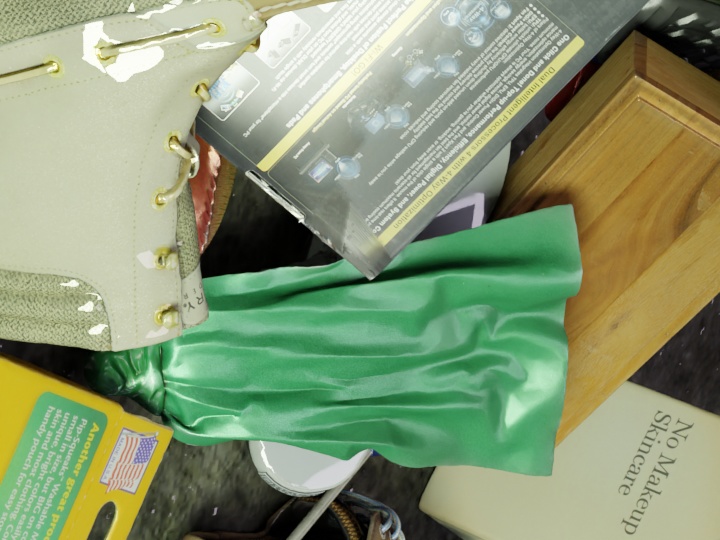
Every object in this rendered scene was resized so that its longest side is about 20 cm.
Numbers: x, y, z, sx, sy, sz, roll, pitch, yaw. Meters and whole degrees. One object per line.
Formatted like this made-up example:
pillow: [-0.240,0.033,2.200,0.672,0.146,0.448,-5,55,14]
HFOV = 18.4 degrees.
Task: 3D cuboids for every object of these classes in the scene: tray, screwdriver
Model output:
tray: [0.098,-0.004,0.968,0.200,0.099,0.037,-49,-160,35]
screwdriver: [-0.002,0.085,0.983,0.200,0.028,0.029,-44,163,-57]

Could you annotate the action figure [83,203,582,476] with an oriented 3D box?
action figure: [-0.013,0.032,0.894,0.200,0.055,0.118,-3,103,-22]

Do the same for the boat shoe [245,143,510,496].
boat shoe: [0.000,0.000,0.959,0.069,0.057,0.200,27,85,-17]

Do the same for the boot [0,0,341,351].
boot: [-0.060,-0.054,0.746,0.072,0.200,0.155,-88,171,-63]

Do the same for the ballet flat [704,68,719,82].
ballet flat: [0.109,-0.025,1.021,0.069,0.200,0.063,41,37,-23]

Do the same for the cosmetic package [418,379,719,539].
cosmetic package: [0.141,0.116,1.078,0.073,0.200,0.104,39,75,-53]

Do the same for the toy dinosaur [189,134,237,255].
toy dinosaur: [-0.041,-0.112,0.828,0.200,0.105,0.182,-43,119,-18]

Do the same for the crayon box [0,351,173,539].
crayon box: [-0.164,0.082,0.784,0.200,0.052,0.126,29,83,-54]

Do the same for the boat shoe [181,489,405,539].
boat shoe: [-0.010,0.139,0.999,0.200,0.072,0.072,-3,108,-53]

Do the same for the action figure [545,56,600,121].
action figure: [0.140,-0.062,1.100,0.200,0.065,0.099,5,121,-43]

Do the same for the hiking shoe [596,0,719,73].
hiking shoe: [0.150,-0.137,1.010,0.200,0.076,0.101,-4,74,-59]

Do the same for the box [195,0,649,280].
box: [0.012,-0.119,0.778,0.161,0.049,0.200,40,108,-14]
